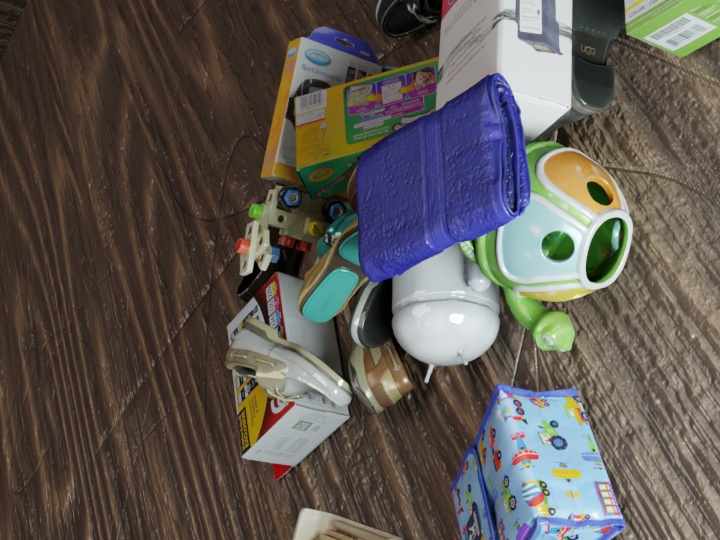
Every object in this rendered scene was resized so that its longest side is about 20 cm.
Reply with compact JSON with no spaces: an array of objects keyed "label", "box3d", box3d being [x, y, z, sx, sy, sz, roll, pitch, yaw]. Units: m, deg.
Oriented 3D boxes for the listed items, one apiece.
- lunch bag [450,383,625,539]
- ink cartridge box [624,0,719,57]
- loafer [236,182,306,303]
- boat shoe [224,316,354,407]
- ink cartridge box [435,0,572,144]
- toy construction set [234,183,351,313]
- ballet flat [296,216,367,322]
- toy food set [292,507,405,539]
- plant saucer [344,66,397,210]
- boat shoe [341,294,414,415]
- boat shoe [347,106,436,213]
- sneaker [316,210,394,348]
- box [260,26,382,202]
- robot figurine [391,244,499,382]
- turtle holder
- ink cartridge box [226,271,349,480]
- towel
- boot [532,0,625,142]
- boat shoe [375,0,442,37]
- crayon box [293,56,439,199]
[{"label":"lunch bag","box3d":[0.146,0.228,1.303,0.200,0.094,0.151,118,149,-42]},{"label":"ink cartridge box","box3d":[0.318,-0.322,1.272,0.148,0.076,0.201,-27,55,51]},{"label":"loafer","box3d":[-0.119,-0.041,1.854,0.073,0.071,0.201,1,77,58]},{"label":"boat shoe","box3d":[-0.083,0.121,1.590,0.200,0.075,0.068,25,75,48]},{"label":"ink cartridge box","box3d":[0.143,-0.226,1.382,0.145,0.084,0.201,138,140,-60]},{"label":"toy construction set","box3d":[-0.070,-0.029,1.646,0.092,0.200,0.132,14,88,48]},{"label":"ballet flat","box3d":[-0.007,-0.021,1.450,0.200,0.069,0.063,-43,31,39]},{"label":"toy food set","box3d":[-0.029,0.352,1.534,0.200,0.060,0.144,4,80,58]},{"label":"plant saucer","box3d":[0.022,-0.154,1.716,0.200,0.036,0.201,-33,49,49]},{"label":"boat shoe","box3d":[0.027,0.078,1.575,0.074,0.076,0.200,-22,44,14]},{"label":"boat shoe","box3d":[0.060,-0.114,1.497,0.200,0.072,0.068,-34,35,31]},{"label":"sneaker","box3d":[0.000,0.000,1.557,0.120,0.084,0.200,2,49,33]},{"label":"box","box3d":[-0.045,-0.195,1.691,0.041,0.119,0.201,-6,70,60]},{"label":"robot figurine","box3d":[0.090,0.014,1.448,0.170,0.113,0.201,134,141,-60]},{"label":"turtle holder","box3d":[0.177,-0.024,1.303,0.132,0.141,0.186,30,95,42]},{"label":"ink cartridge box","box3d":[-0.106,0.137,1.737,0.176,0.084,0.200,-46,41,38]},{"label":"towel","box3d":[0.076,-0.081,1.296,0.200,0.049,0.148,-25,57,43]},{"label":"boot","box3d":[0.195,-0.211,1.434,0.174,0.069,0.201,-33,42,59]},{"label":"boat shoe","box3d":[0.087,-0.336,1.657,0.200,0.075,0.060,-40,38,44]},{"label":"crayon box","box3d":[0.025,-0.166,1.581,0.199,0.058,0.119,-14,50,13]}]
